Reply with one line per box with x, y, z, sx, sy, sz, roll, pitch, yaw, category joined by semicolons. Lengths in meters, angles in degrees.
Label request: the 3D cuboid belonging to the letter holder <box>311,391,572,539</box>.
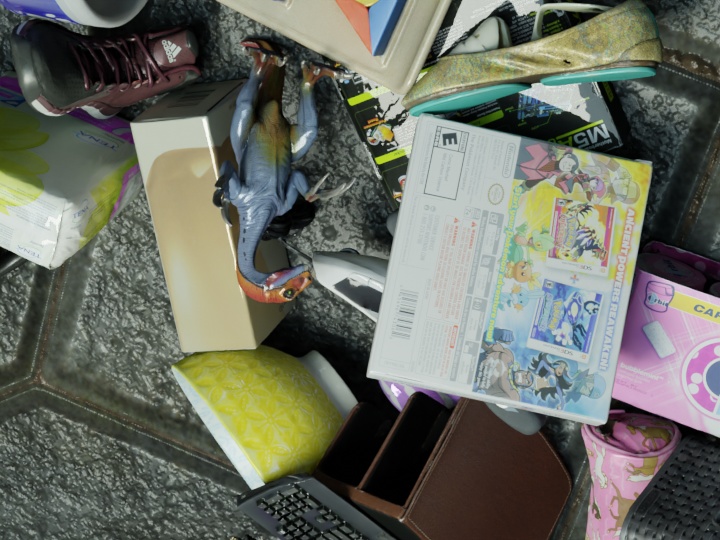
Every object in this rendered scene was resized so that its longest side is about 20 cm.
0.074;0.170;1.568;0.100;0.143;0.200;17;159;39;letter holder

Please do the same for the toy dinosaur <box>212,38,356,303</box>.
-0.061;-0.073;1.485;0.104;0.200;0.183;12;102;-7;toy dinosaur

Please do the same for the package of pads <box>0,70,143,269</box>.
-0.264;-0.083;1.550;0.154;0.200;0.069;25;116;7;package of pads

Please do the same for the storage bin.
0.276;0.248;1.518;0.093;0.135;0.201;15;130;32;storage bin

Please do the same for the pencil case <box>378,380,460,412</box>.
0.105;0.050;1.555;0.199;0.084;0.085;-32;127;28;pencil case

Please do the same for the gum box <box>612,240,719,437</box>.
0.289;0.065;1.503;0.199;0.066;0.114;20;118;9;gum box

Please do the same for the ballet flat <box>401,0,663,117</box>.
0.124;-0.161;1.422;0.199;0.071;0.071;-9;109;20;ballet flat

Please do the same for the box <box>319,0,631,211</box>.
0.081;-0.155;1.492;0.199;0.048;0.194;-20;107;24;box

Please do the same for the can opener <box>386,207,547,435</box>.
0.087;0.033;1.472;0.053;0.067;0.201;-35;90;26;can opener

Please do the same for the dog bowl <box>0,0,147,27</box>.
-0.213;-0.287;1.447;0.078;0.200;0.201;8;114;18;dog bowl

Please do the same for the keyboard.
-0.026;0.230;1.534;0.127;0.021;0.200;-24;129;34;keyboard

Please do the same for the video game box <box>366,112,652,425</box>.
0.111;-0.001;1.436;0.181;0.047;0.201;12;81;0;video game box

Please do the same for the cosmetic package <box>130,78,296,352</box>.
-0.117;-0.045;1.573;0.071;0.105;0.201;-3;113;21;cosmetic package

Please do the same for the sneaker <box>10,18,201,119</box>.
-0.189;-0.169;1.504;0.115;0.200;0.076;-15;89;14;sneaker

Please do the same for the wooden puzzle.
-0.014;-0.254;1.445;0.199;0.046;0.186;29;108;17;wooden puzzle

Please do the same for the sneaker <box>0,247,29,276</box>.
-0.343;-0.042;1.646;0.198;0.114;0.077;4;112;19;sneaker

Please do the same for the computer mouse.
0.000;0.000;1.526;0.199;0.110;0.044;33;99;18;computer mouse

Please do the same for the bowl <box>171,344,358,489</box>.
-0.058;0.130;1.606;0.107;0.200;0.201;-35;100;-9;bowl

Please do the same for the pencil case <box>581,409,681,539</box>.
0.218;0.212;1.578;0.082;0.086;0.201;10;116;25;pencil case
